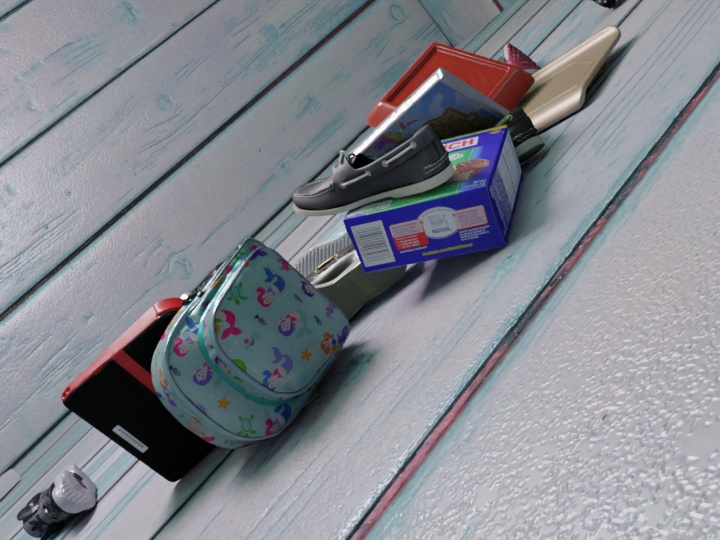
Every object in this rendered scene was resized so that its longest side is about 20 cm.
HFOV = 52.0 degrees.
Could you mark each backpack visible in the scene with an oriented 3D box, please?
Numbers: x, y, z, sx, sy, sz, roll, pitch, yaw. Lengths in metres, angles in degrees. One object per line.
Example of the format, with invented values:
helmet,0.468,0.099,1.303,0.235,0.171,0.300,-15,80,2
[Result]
backpack,-0.120,0.086,0.800,0.201,0.177,0.150,-52,10,-27

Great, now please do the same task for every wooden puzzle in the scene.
wooden puzzle,0.285,-0.259,1.086,0.184,0.037,0.201,-27,24,50

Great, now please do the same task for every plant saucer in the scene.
plant saucer,0.136,-0.274,1.139,0.198,0.037,0.201,26,65,29

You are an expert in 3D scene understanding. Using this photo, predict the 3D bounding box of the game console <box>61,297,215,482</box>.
game console,-0.222,0.145,0.881,0.177,0.200,0.031,-41,35,-3

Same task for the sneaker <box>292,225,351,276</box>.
sneaker,-0.025,-0.031,1.189,0.199,0.074,0.082,-31,5,10

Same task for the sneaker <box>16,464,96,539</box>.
sneaker,-0.483,0.378,1.169,0.114,0.076,0.200,-45,7,-16

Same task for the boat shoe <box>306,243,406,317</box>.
boat shoe,-0.030,0.021,0.948,0.200,0.072,0.061,-32,30,13

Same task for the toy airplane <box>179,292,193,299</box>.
toy airplane,-0.206,0.123,1.022,0.199,0.140,0.202,-38,-32,-68

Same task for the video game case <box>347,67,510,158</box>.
video game case,0.106,-0.168,0.991,0.182,0.199,0.022,-38,53,32

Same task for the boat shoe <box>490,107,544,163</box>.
boat shoe,0.147,-0.139,0.981,0.200,0.061,0.071,-31,-8,32

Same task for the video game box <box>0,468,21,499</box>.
video game box,-1.070,0.663,2.081,0.181,0.047,0.200,-27,18,45

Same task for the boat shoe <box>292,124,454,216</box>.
boat shoe,0.004,-0.110,0.806,0.198,0.063,0.073,-10,27,31

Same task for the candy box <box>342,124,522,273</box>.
candy box,0.092,-0.088,0.859,0.167,0.078,0.200,-11,24,23

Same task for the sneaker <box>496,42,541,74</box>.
sneaker,0.290,-0.380,1.410,0.075,0.080,0.200,-53,1,15

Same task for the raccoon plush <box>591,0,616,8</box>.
raccoon plush,0.439,-0.574,1.344,0.135,0.198,0.097,-57,18,35
